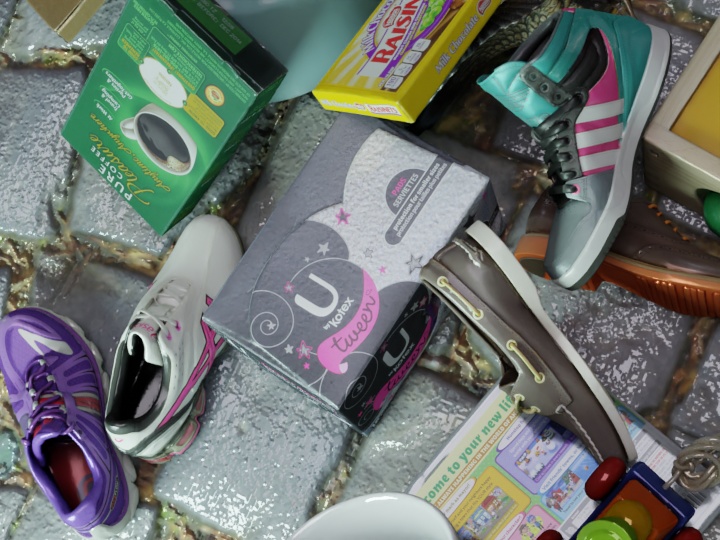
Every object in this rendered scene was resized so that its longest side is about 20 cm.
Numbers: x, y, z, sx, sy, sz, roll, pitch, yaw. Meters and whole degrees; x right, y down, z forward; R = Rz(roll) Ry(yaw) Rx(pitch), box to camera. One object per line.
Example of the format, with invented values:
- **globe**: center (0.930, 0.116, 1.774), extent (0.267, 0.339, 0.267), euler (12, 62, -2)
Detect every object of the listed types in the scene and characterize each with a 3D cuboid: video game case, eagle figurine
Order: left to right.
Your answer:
- **eagle figurine**: center (0.110, -0.192, 1.063), extent (0.199, 0.152, 0.152), euler (-10, 92, 4)
- **video game case**: center (0.134, 0.178, 1.002), extent (0.182, 0.022, 0.200), euler (39, 86, 20)

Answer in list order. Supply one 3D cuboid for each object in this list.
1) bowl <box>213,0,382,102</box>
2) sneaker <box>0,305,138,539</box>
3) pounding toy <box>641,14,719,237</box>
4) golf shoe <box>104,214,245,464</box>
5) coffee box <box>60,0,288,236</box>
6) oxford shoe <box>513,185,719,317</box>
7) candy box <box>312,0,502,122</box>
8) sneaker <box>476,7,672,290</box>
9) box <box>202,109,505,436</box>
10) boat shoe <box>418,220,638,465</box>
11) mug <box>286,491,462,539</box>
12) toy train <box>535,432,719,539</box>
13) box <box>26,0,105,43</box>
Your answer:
- **bowl**: center (-0.083, -0.241, 1.067), extent (0.200, 0.105, 0.202), euler (-2, 70, 5)
- **sneaker**: center (-0.231, 0.110, 1.070), extent (0.080, 0.083, 0.200), euler (-31, 69, 2)
- **pounding toy**: center (0.306, -0.086, 0.977), extent (0.184, 0.142, 0.200), euler (32, 83, 19)
- **golf shoe**: center (-0.140, 0.046, 1.065), extent (0.072, 0.092, 0.201), euler (11, 75, 17)
- **coffee box**: center (-0.147, -0.126, 1.056), extent (0.123, 0.200, 0.044), euler (43, 48, 2)
- **oxford shoe**: center (0.216, -0.017, 1.016), extent (0.199, 0.071, 0.073), euler (15, 74, 17)
- **candy box**: center (0.055, -0.193, 1.006), extent (0.102, 0.026, 0.200), euler (14, 63, 52)
- **sneaker**: center (0.134, -0.097, 0.966), extent (0.120, 0.084, 0.201), euler (21, 79, -14)
- **box**: center (0.000, 0.000, 1.034), extent (0.132, 0.115, 0.200), euler (31, 83, 19)
- **boat shoe**: center (0.118, 0.062, 0.966), extent (0.059, 0.072, 0.200), euler (-36, 97, -4)
- **mug**: center (0.016, 0.251, 0.930), extent (0.148, 0.176, 0.200), euler (-44, 35, -18)
- **toy train**: center (0.174, 0.163, 0.895), extent (0.085, 0.116, 0.200), euler (42, 109, 17)
- **box**: center (-0.223, -0.309, 1.188), extent (0.200, 0.021, 0.164), euler (-48, 50, 5)
